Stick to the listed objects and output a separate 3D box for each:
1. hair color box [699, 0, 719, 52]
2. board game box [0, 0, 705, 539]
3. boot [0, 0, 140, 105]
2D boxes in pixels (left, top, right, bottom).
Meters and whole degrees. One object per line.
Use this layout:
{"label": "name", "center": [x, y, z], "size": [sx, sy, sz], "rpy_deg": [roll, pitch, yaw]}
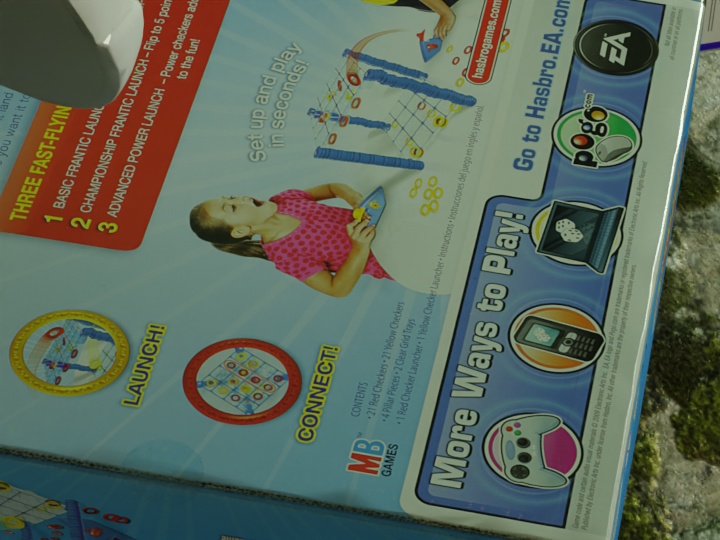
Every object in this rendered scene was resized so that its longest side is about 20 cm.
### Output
{"label": "hair color box", "center": [0.063, -0.158, 0.871], "size": [0.065, 0.109, 0.201], "rpy_deg": [87, -5, -63]}
{"label": "board game box", "center": [-0.023, -0.001, 0.729], "size": [0.200, 0.195, 0.056], "rpy_deg": [-73, 170, -45]}
{"label": "boot", "center": [-0.072, -0.113, 0.605], "size": [0.200, 0.073, 0.096], "rpy_deg": [76, 36, -69]}
